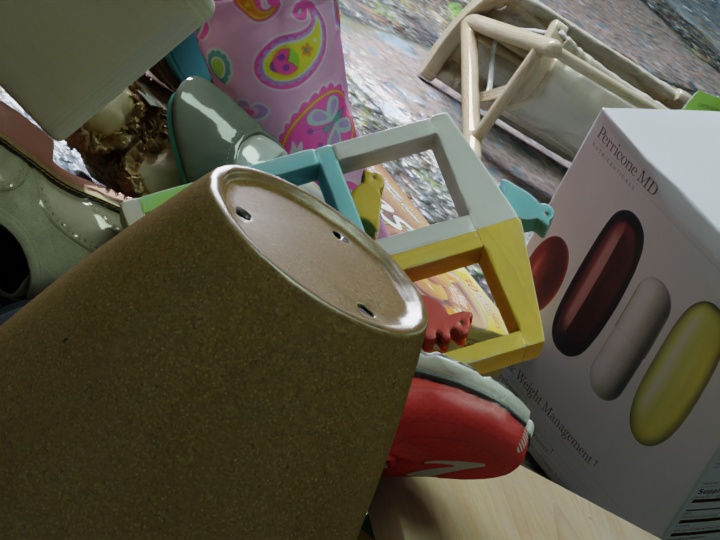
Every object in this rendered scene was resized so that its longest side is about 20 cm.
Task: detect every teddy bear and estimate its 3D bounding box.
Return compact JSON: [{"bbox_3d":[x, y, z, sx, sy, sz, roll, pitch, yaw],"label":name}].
[{"bbox_3d":[-0.126,-0.066,1.186,0.145,0.067,0.200,42,6,-23],"label":"teddy bear"}]

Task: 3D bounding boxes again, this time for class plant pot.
[{"bbox_3d":[-0.071,0.066,0.800,0.186,0.200,0.186,32,18,-12],"label":"plant pot"}]

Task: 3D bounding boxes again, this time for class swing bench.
[{"bbox_3d":[0.176,-0.130,1.823,0.199,0.130,0.200,29,20,-22],"label":"swing bench"}]

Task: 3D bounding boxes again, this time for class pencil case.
[{"bbox_3d":[-0.036,-0.061,1.184,0.087,0.087,0.200,-61,141,-71],"label":"pencil case"}]

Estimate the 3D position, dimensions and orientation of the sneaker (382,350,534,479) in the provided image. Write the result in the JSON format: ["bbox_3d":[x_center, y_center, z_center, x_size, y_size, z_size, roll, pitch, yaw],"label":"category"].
[{"bbox_3d":[-0.026,0.082,0.955,0.200,0.077,0.085,1,52,6],"label":"sneaker"}]

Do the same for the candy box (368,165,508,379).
[{"bbox_3d":[-0.001,-0.011,1.333,0.115,0.055,0.200,17,26,-45],"label":"candy box"}]

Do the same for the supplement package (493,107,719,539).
[{"bbox_3d":[0.198,0.040,1.303,0.147,0.200,0.191,-1,39,-40],"label":"supplement package"}]

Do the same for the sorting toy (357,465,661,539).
[{"bbox_3d":[0.076,0.170,1.019,0.199,0.070,0.200,29,21,-23],"label":"sorting toy"}]

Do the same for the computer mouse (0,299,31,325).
[{"bbox_3d":[-0.163,0.034,0.970,0.059,0.034,0.200,44,20,18],"label":"computer mouse"}]

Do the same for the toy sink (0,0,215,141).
[{"bbox_3d":[-0.182,-0.178,1.040,0.200,0.112,0.130,50,1,-45],"label":"toy sink"}]

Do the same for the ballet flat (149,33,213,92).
[{"bbox_3d":[-0.095,-0.130,1.256,0.072,0.068,0.200,22,-4,28],"label":"ballet flat"}]

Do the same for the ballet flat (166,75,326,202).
[{"bbox_3d":[-0.034,-0.008,1.111,0.067,0.064,0.200,-31,105,-55],"label":"ballet flat"}]

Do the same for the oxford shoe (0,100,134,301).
[{"bbox_3d":[-0.147,-0.006,1.078,0.200,0.071,0.074,35,54,-29],"label":"oxford shoe"}]

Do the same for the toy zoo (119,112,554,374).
[{"bbox_3d":[0.000,0.000,1.054,0.200,0.020,0.131,-15,67,-13],"label":"toy zoo"}]

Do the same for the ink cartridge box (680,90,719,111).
[{"bbox_3d":[0.222,-0.014,1.513,0.076,0.200,0.148,47,21,30],"label":"ink cartridge box"}]
